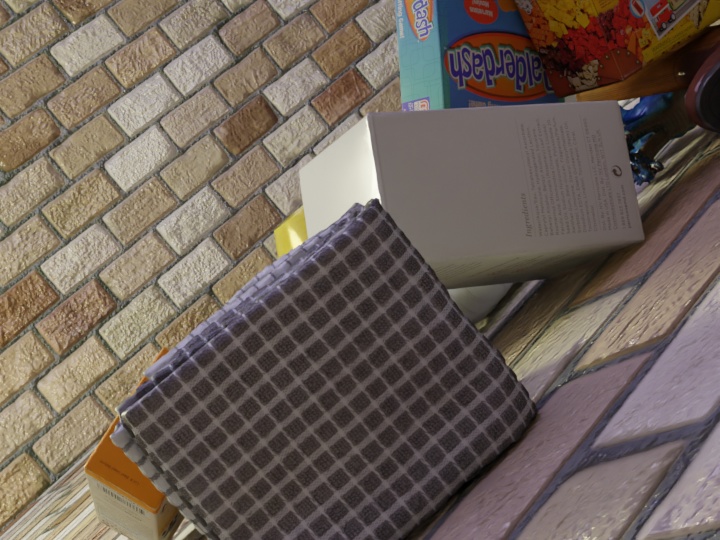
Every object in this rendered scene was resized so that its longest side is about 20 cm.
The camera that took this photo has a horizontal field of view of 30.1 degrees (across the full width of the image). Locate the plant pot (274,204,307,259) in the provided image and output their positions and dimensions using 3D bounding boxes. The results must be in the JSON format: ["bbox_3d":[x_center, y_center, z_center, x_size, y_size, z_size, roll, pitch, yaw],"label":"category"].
[{"bbox_3d":[-0.048,-0.038,2.023,0.200,0.142,0.200,-40,5,4],"label":"plant pot"}]

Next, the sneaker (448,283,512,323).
[{"bbox_3d":[0.130,-0.032,1.129,0.116,0.074,0.200,-40,3,31],"label":"sneaker"}]

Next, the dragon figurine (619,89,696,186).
[{"bbox_3d":[0.246,-0.131,1.156,0.099,0.059,0.200,-30,15,11],"label":"dragon figurine"}]

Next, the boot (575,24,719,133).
[{"bbox_3d":[0.241,-0.152,1.015,0.200,0.069,0.188,1,36,50],"label":"boot"}]

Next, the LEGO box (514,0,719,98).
[{"bbox_3d":[0.208,-0.243,1.025,0.200,0.149,0.077,-34,15,-31],"label":"LEGO box"}]

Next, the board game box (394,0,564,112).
[{"bbox_3d":[0.090,-0.202,1.017,0.045,0.201,0.152,-8,-5,43],"label":"board game box"}]

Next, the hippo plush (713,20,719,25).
[{"bbox_3d":[0.347,-0.254,1.297,0.160,0.160,0.200,-8,4,-31],"label":"hippo plush"}]

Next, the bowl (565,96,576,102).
[{"bbox_3d":[0.200,-0.144,1.461,0.201,0.090,0.201,-39,5,4],"label":"bowl"}]

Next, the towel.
[{"bbox_3d":[-0.020,0.081,0.759,0.200,0.166,0.086,-41,11,-9],"label":"towel"}]

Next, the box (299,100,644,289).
[{"bbox_3d":[0.076,-0.049,0.978,0.199,0.107,0.152,-5,-9,-23],"label":"box"}]

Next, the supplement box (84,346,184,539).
[{"bbox_3d":[-0.175,0.165,1.185,0.126,0.073,0.200,-59,-5,-22],"label":"supplement box"}]
